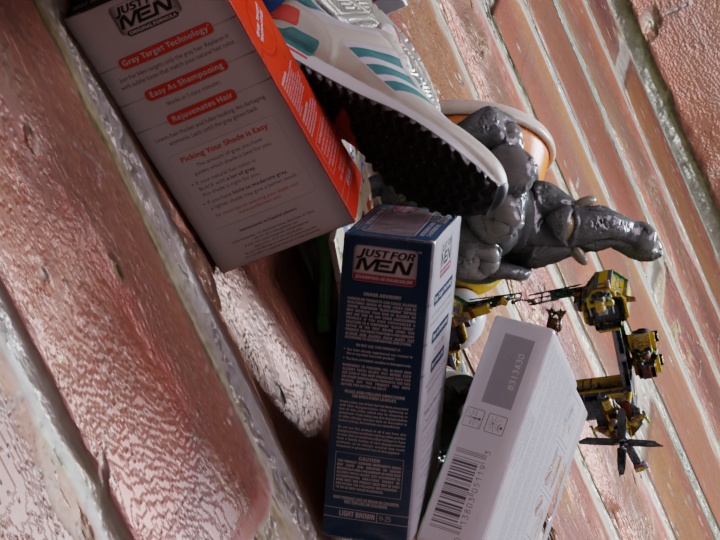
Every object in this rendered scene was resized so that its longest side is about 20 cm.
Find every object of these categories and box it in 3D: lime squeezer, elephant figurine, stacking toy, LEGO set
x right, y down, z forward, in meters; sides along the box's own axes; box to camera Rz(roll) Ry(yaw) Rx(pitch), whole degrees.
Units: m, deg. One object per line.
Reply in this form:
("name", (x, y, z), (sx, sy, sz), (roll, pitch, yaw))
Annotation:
("lime squeezer", (-0.013, -0.027, 1.606), (0.071, 0.038, 0.200), (64, 16, -16))
("elephant figurine", (0.117, -0.039, 1.728), (0.155, 0.142, 0.200), (51, 16, 29))
("stacking toy", (0.087, -0.030, 1.821), (0.146, 0.146, 0.201), (44, 45, -54))
("LEGO set", (0.136, 0.088, 1.705), (0.116, 0.199, 0.154), (-70, 156, -64))

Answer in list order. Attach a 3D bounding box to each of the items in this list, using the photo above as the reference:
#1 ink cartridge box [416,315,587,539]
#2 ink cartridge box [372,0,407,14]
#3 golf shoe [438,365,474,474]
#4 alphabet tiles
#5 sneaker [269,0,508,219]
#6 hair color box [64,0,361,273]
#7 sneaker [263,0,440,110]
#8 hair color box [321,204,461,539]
("ink cartridge box", (0.102, 0.137, 1.498), (0.200, 0.050, 0.161), (60, 48, -68))
("ink cartridge box", (-0.042, -0.233, 1.631), (0.200, 0.116, 0.067), (47, 26, -50))
("golf shoe", (0.046, 0.097, 1.556), (0.088, 0.077, 0.200), (53, -7, 13))
("alphabet tiles", (0.000, 0.000, 1.564), (0.167, 0.006, 0.201), (-77, 159, -61))
("sneaker", (0.020, -0.116, 1.409), (0.093, 0.199, 0.070), (-53, 169, -36))
("hair color box", (-0.088, -0.105, 1.351), (0.200, 0.101, 0.061), (60, 20, -28))
("sneaker", (-0.040, -0.145, 1.511), (0.200, 0.111, 0.077), (46, 35, -15))
("hair color box", (0.020, 0.065, 1.402), (0.100, 0.060, 0.201), (-44, 141, -73))
